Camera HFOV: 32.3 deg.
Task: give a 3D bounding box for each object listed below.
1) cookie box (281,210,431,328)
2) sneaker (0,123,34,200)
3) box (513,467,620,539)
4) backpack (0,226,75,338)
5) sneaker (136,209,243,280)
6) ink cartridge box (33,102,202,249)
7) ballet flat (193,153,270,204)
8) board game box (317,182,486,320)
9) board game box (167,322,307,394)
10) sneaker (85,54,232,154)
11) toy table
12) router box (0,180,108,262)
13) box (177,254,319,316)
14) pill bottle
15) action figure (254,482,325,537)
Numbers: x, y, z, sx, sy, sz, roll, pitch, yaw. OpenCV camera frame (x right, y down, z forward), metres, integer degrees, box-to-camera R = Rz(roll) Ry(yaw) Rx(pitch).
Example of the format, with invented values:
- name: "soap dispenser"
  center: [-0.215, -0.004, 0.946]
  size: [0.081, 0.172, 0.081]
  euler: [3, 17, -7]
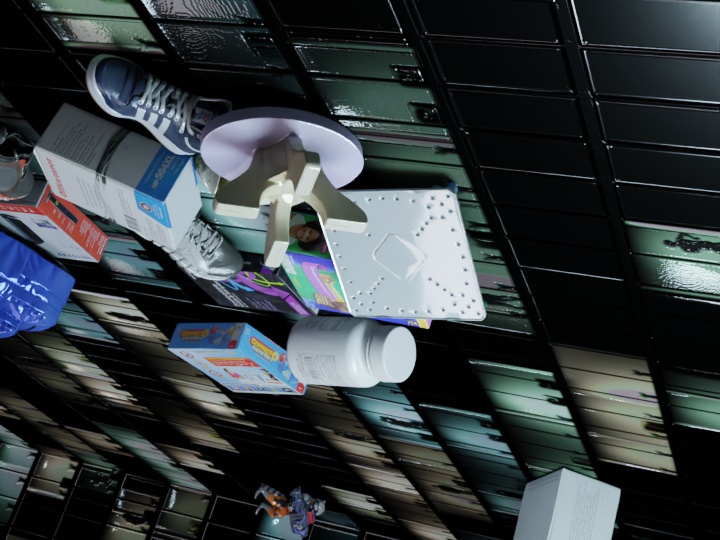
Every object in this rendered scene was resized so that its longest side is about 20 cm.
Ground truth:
- name: "cookie box"
  center: [0.000, 0.000, 1.768]
  size: [0.199, 0.076, 0.171]
  euler: [9, 154, 20]
- name: "sneaker"
  center: [-0.511, -0.158, 1.820]
  size: [0.081, 0.078, 0.200]
  euler: [-6, 164, 7]
- name: "box"
  center: [0.402, 0.521, 2.476]
  size: [0.130, 0.201, 0.199]
  euler: [20, 158, -8]
- name: "backpack"
  center: [-0.595, 0.032, 2.070]
  size: [0.199, 0.169, 0.162]
  euler: [30, 162, -35]
- name: "sneaker"
  center: [-0.247, -0.054, 1.846]
  size: [0.199, 0.075, 0.115]
  euler: [29, 153, -21]
- name: "ink cartridge box"
  center: [-0.328, -0.128, 1.696]
  size: [0.199, 0.085, 0.146]
  euler: [25, 158, 9]
- name: "ballet flat"
  center: [-0.151, -0.119, 1.622]
  size: [0.199, 0.072, 0.069]
  euler: [4, 154, 33]
- name: "board game box"
  center: [0.054, -0.024, 1.611]
  size: [0.199, 0.026, 0.201]
  euler: [0, 126, 27]
- name: "board game box"
  center: [-0.229, 0.168, 2.358]
  size: [0.199, 0.056, 0.196]
  euler: [-2, 149, 41]
- name: "sneaker"
  center: [-0.231, -0.200, 1.499]
  size: [0.108, 0.071, 0.200]
  euler: [7, 162, 38]
- name: "toy table"
  center: [-0.089, -0.104, 1.470]
  size: [0.198, 0.118, 0.184]
  euler: [0, 142, -9]
- name: "router box"
  center: [-0.543, -0.086, 2.037]
  size: [0.199, 0.049, 0.180]
  euler: [6, 154, 29]
- name: "box"
  center: [-0.179, 0.021, 2.010]
  size: [0.199, 0.036, 0.143]
  euler: [6, 154, 32]
- name: "pill bottle"
  center: [-0.014, 0.133, 2.031]
  size: [0.199, 0.115, 0.114]
  euler: [0, 151, 39]
- name: "action figure"
  center: [-0.186, 0.618, 3.346]
  size: [0.192, 0.105, 0.201]
  euler: [10, 132, 4]
